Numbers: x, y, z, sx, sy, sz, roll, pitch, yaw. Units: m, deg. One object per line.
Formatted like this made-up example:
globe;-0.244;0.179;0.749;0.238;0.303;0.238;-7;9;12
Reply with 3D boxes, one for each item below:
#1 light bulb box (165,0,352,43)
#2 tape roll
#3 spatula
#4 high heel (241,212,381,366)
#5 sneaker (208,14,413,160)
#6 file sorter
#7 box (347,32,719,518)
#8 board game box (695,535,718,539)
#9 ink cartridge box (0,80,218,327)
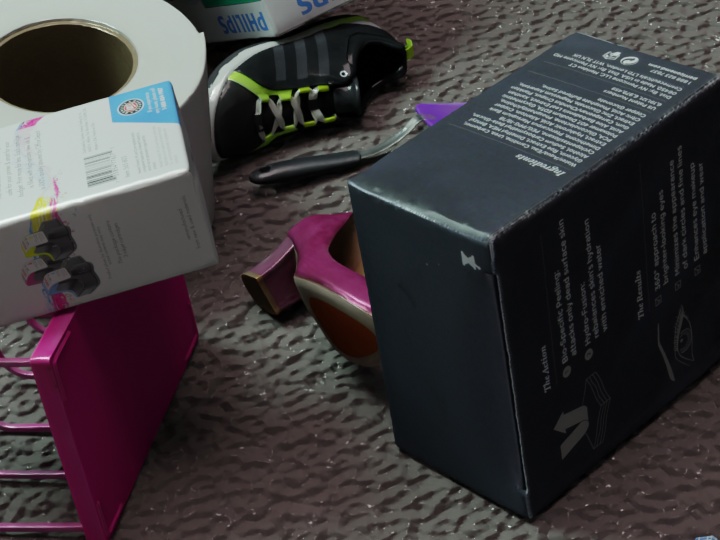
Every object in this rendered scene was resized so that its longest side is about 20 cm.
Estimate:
light bulb box;-0.097;-0.295;1.528;0.124;0.201;0.198;-29;16;-24
tape roll;-0.204;-0.091;1.342;0.202;0.140;0.203;1;42;-1
spatula;0.012;-0.094;1.422;0.199;0.021;0.057;-19;30;-11
high heel;0.000;0.000;1.226;0.096;0.068;0.200;-35;28;-17
sneaker;-0.038;-0.142;1.459;0.083;0.072;0.200;24;47;37
file sorter;-0.197;0.047;1.173;0.125;0.140;0.200;-1;36;15
box;0.112;-0.002;1.114;0.200;0.197;0.117;-35;41;-31
board game box;0.174;0.196;0.862;0.061;0.201;0.200;2;22;14
ink cartridge box;-0.191;-0.031;1.100;0.199;0.068;0.115;-16;33;-2
